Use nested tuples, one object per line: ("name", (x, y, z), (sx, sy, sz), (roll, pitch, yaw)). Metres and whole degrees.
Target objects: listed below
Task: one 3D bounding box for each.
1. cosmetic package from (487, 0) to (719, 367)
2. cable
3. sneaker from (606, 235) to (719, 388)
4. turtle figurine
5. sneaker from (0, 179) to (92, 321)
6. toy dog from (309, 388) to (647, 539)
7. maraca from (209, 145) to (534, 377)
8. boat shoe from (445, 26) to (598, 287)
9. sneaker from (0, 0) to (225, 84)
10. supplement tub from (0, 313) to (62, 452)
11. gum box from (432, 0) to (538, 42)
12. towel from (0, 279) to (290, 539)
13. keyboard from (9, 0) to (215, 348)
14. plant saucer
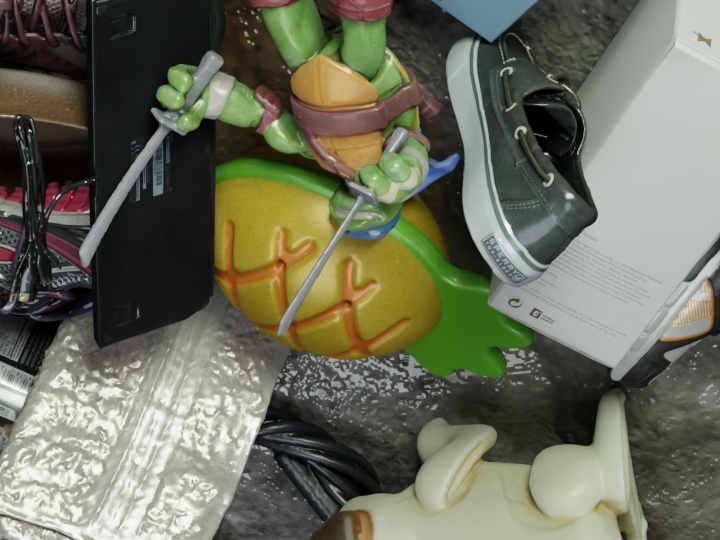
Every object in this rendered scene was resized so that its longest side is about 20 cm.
("cosmetic package", (0.149, -0.061, 1.291), (0.084, 0.108, 0.200), (27, 131, -9))
("cable", (-0.058, 0.159, 1.558), (0.162, 0.051, 0.201), (-4, 126, 18))
("sneaker", (0.202, 0.002, 1.351), (0.080, 0.074, 0.200), (27, 130, -11))
("turtle figurine", (-0.035, -0.085, 1.221), (0.199, 0.144, 0.195), (-15, 116, -19))
("sneaker", (-0.202, -0.009, 1.407), (0.198, 0.075, 0.081), (0, 168, 18))
("toy dog", (0.065, 0.178, 1.457), (0.198, 0.195, 0.140), (-6, 139, 11))
("maraca", (0.000, 0.000, 1.373), (0.199, 0.108, 0.137), (28, 154, -4))
("boat shoe", (0.086, -0.067, 1.246), (0.056, 0.201, 0.069), (-34, 120, 21))
("sneaker", (-0.176, -0.130, 1.303), (0.198, 0.115, 0.076), (5, 98, 11))
("supplement tub", (-0.228, 0.074, 1.487), (0.199, 0.123, 0.123), (24, 130, -5))
("gum box", (0.045, -0.207, 1.185), (0.169, 0.045, 0.200), (34, 152, -10))
("towel", (-0.125, 0.081, 1.427), (0.132, 0.201, 0.034), (24, 158, -6))
("keyboard", (-0.129, -0.052, 1.285), (0.021, 0.126, 0.202), (32, 130, 44))
("plant saucer", (-0.197, -0.074, 1.361), (0.198, 0.037, 0.200), (3, 167, 1))
